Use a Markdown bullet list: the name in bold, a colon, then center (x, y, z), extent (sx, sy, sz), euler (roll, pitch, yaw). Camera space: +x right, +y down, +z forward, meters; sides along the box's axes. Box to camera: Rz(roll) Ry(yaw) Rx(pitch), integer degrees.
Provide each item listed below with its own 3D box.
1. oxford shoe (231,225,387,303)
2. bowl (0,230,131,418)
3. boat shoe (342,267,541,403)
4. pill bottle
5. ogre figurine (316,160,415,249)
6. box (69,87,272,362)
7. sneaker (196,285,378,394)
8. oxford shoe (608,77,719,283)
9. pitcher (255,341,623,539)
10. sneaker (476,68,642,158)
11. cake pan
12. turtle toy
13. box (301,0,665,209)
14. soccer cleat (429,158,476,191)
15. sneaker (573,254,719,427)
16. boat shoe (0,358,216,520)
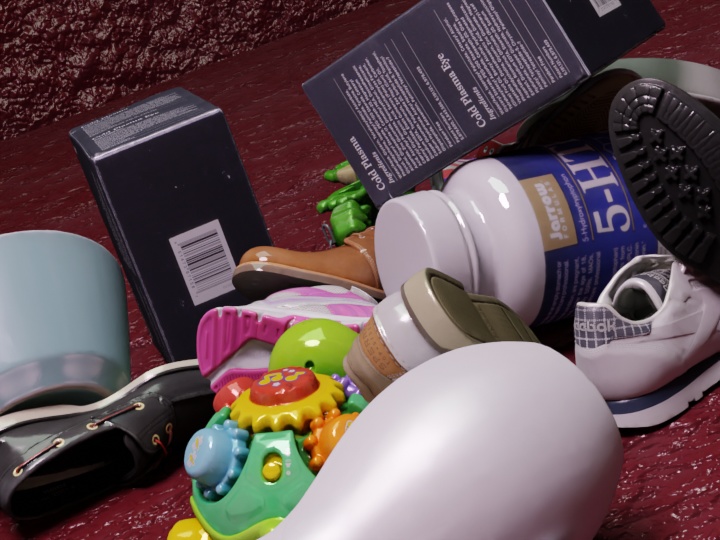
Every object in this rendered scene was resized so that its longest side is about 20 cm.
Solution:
- **oxford shoe**: center (0.000, 0.000, 1.132), extent (0.199, 0.072, 0.071), euler (8, -21, -31)
- **bowl**: center (-0.240, 0.077, 1.138), extent (0.200, 0.201, 0.105), euler (-23, 57, -16)
- **boat shoe**: center (0.058, 0.057, 0.904), extent (0.068, 0.200, 0.075), euler (-36, 55, 15)
- **pill bottle**: center (0.117, -0.023, 1.093), extent (0.199, 0.120, 0.120), euler (-14, 13, -24)
- **ogre figurine**: center (0.022, -0.023, 1.257), extent (0.098, 0.120, 0.200), euler (-23, 14, -3)
- **box**: center (-0.137, -0.027, 1.269), extent (0.104, 0.201, 0.182), euler (-23, 17, -11)
- **sneaker**: center (0.000, 0.049, 1.044), extent (0.199, 0.082, 0.088), euler (13, 23, 18)
- **oxford shoe**: center (0.221, -0.036, 0.962), extent (0.073, 0.200, 0.084), euler (-38, 6, 27)
- **pitcher**: center (0.042, 0.130, 0.754), extent (0.200, 0.121, 0.171), euler (-33, 45, -24)
- **sneaker**: center (0.145, -0.090, 1.230), extent (0.200, 0.071, 0.113), euler (-56, 19, 30)
- **cake pan**: center (0.224, -0.116, 1.286), extent (0.200, 0.037, 0.200), euler (4, -17, 1)
- **turtle toy**: center (-0.030, 0.097, 0.910), extent (0.145, 0.101, 0.200), euler (-7, 18, 11)
- **box**: center (0.090, -0.151, 1.135), extent (0.182, 0.104, 0.200), euler (-32, 2, 29)
- **soccer cleat**: center (0.109, -0.069, 1.371), extent (0.073, 0.068, 0.200), euler (-13, 2, 16)
- **sneaker**: center (0.199, 0.021, 0.983), extent (0.076, 0.081, 0.200), euler (-5, 18, 43)
- **boat shoe**: center (-0.158, 0.115, 1.100), extent (0.201, 0.074, 0.063), euler (-16, 46, -26)
